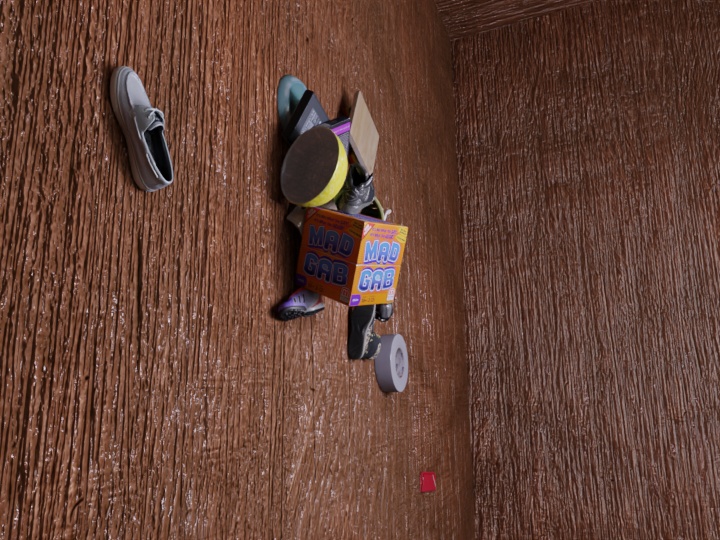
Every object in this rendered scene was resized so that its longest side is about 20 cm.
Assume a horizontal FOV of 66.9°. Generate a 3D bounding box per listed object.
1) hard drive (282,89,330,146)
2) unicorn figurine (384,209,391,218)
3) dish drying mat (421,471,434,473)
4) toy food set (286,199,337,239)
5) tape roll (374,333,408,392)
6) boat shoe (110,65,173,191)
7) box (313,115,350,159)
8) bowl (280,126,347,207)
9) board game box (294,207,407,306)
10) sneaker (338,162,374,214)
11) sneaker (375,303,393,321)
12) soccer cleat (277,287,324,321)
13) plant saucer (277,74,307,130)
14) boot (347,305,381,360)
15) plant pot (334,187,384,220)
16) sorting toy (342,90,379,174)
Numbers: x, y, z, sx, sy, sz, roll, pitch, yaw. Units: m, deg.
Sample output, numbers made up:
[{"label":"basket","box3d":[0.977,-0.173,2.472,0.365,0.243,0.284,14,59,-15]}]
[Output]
[{"label":"hard drive","box3d":[-0.130,-0.368,1.486,0.143,0.032,0.200,-64,155,-12]},{"label":"unicorn figurine","box3d":[0.060,-0.162,1.939,0.138,0.072,0.205,-55,141,-44]},{"label":"dish drying mat","box3d":[0.293,0.912,2.353,0.200,0.018,0.080,40,49,-60]},{"label":"toy food set","box3d":[-0.118,-0.108,1.483,0.144,0.059,0.204,-51,139,-29]},{"label":"tape roll","box3d":[0.114,0.336,1.979,0.199,0.064,0.209,-6,90,-68]},{"label":"boat shoe","box3d":[-0.359,-0.240,0.920,0.070,0.069,0.208,-37,119,-64]},{"label":"box","box3d":[-0.085,-0.317,1.540,0.142,0.035,0.206,-37,139,-48]},{"label":"bowl","box3d":[-0.099,-0.245,1.380,0.106,0.195,0.208,24,62,-49]},{"label":"board game box","box3d":[-0.024,-0.039,1.417,0.197,0.196,0.208,-1,105,-52]},{"label":"sneaker","box3d":[0.006,-0.231,1.439,0.117,0.074,0.200,-68,171,28]},{"label":"sneaker","box3d":[0.066,0.119,1.834,0.200,0.068,0.102,-165,-110,-80]},{"label":"soccer cleat","box3d":[-0.157,0.080,1.378,0.199,0.067,0.075,-2,68,-67]},{"label":"plant saucer","box3d":[-0.168,-0.435,1.503,0.199,0.026,0.208,-5,90,-68]},{"label":"boot","box3d":[0.024,0.189,1.763,0.153,0.071,0.211,33,69,-64]},{"label":"plant pot","box3d":[-0.013,-0.168,1.653,0.190,0.193,0.207,-60,140,-72]},{"label":"sorting toy","box3d":[-0.012,-0.454,1.840,0.201,0.067,0.205,59,34,-47]}]
